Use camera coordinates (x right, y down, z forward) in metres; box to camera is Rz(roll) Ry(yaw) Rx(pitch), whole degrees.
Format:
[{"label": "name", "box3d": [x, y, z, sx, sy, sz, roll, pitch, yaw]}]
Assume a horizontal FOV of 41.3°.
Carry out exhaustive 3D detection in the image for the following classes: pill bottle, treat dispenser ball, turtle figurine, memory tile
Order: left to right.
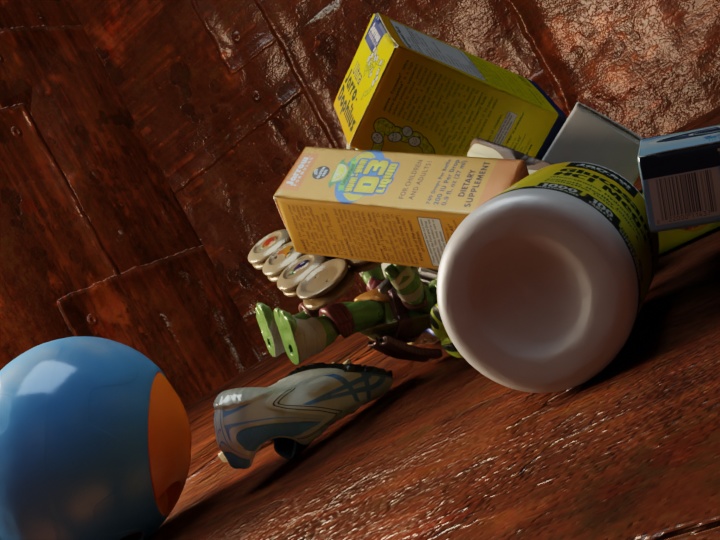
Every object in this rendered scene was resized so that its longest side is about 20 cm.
[{"label": "treat dispenser ball", "box3d": [-0.253, 0.162, 0.863, 0.199, 0.203, 0.201, -30, 0, 0]}, {"label": "memory tile", "box3d": [-0.021, -0.035, 0.865, 0.153, 0.017, 0.200, -39, 25, -11]}, {"label": "turtle figurine", "box3d": [0.000, 0.000, 0.881, 0.192, 0.144, 0.202, -20, -48, -22]}, {"label": "pill bottle", "box3d": [0.127, -0.008, 0.600, 0.112, 0.113, 0.200, -29, 1, 25]}]

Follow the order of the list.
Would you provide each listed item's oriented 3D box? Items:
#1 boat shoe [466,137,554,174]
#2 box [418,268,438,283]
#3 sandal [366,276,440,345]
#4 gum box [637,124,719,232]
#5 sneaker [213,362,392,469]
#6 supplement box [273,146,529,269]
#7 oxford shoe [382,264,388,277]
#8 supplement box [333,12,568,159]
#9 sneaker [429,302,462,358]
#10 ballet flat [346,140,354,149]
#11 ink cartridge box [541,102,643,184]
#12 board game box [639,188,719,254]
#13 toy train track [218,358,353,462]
[{"label": "boat shoe", "box3d": [0.158, -0.051, 0.808, 0.074, 0.076, 0.202, 14, 11, -34]}, {"label": "box", "box3d": [0.115, -0.007, 1.086, 0.200, 0.115, 0.061, 146, 142, -86]}, {"label": "sandal", "box3d": [0.078, 0.047, 1.074, 0.069, 0.079, 0.211, 12, 3, 24]}, {"label": "gum box", "box3d": [0.253, -0.069, 0.563, 0.168, 0.045, 0.200, -10, 8, 18]}, {"label": "sneaker", "box3d": [-0.048, 0.125, 0.861, 0.198, 0.074, 0.071, -11, 6, -43]}, {"label": "supplement box", "box3d": [0.033, -0.048, 0.749, 0.198, 0.069, 0.067, 5, 50, 30]}, {"label": "oxford shoe", "box3d": [0.047, -0.070, 1.091, 0.075, 0.057, 0.202, 169, 121, -84]}, {"label": "supplement box", "box3d": [0.088, -0.160, 0.966, 0.110, 0.198, 0.109, -62, 23, 24]}, {"label": "sneaker", "box3d": [0.135, 0.010, 0.801, 0.083, 0.075, 0.199, -35, 3, -39]}, {"label": "ballet flat", "box3d": [0.061, -0.086, 1.019, 0.198, 0.070, 0.069, 16, -23, -26]}, {"label": "ink cartridge box", "box3d": [0.218, -0.082, 0.946, 0.146, 0.083, 0.200, -60, -11, 14]}, {"label": "board game box", "box3d": [0.299, -0.071, 0.848, 0.101, 0.048, 0.199, -31, 0, 38]}, {"label": "toy train track", "box3d": [-0.076, 0.160, 1.022, 0.199, 0.033, 0.115, -37, 4, 28]}]
